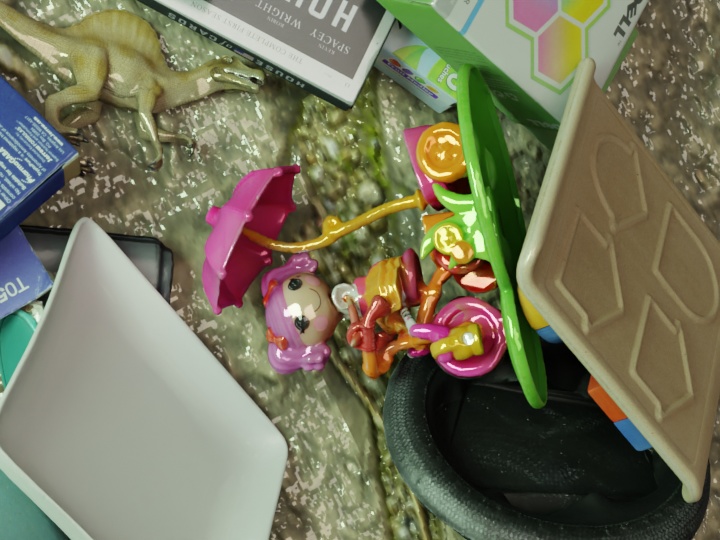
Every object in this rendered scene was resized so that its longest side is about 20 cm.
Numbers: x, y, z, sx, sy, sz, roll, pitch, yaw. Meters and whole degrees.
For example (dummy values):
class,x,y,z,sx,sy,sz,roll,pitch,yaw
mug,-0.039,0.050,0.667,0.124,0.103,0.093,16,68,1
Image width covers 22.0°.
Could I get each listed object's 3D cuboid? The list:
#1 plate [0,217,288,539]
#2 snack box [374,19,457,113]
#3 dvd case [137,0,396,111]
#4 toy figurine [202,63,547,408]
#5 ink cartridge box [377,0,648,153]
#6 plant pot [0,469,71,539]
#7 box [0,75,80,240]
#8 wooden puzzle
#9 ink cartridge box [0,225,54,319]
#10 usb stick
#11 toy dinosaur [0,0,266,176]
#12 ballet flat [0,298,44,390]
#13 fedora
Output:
class,x,y,z,sx,sy,sz,roll,pitch,yaw
plate,-0.121,0.098,1.014,0.032,0.201,0.200,-27,117,25
snack box,0.012,-0.213,1.137,0.199,0.053,0.143,35,80,-11
dvd case,-0.028,-0.216,1.086,0.149,0.025,0.201,27,80,-8
toy figurine,0.000,0.000,1.070,0.183,0.150,0.202,-13,77,12
ink cartridge box,0.108,-0.150,1.105,0.200,0.059,0.104,36,79,-39
plant pot,-0.230,0.144,0.993,0.201,0.200,0.135,52,43,-7
box,-0.262,-0.034,0.983,0.121,0.032,0.200,44,70,8
wooden puzzle,0.150,0.007,1.066,0.200,0.046,0.186,52,38,-27
ink cartridge box,-0.300,-0.030,1.016,0.199,0.041,0.201,-31,77,-15
usb stick,-0.208,0.000,1.073,0.198,0.033,0.056,5,84,-15
toy dinosaur,-0.159,-0.114,1.093,0.199,0.058,0.102,17,67,-19
ballet flat,-0.157,0.109,1.072,0.064,0.075,0.202,-19,97,-46
fedora,0.104,0.121,1.106,0.199,0.092,0.202,8,47,-8
